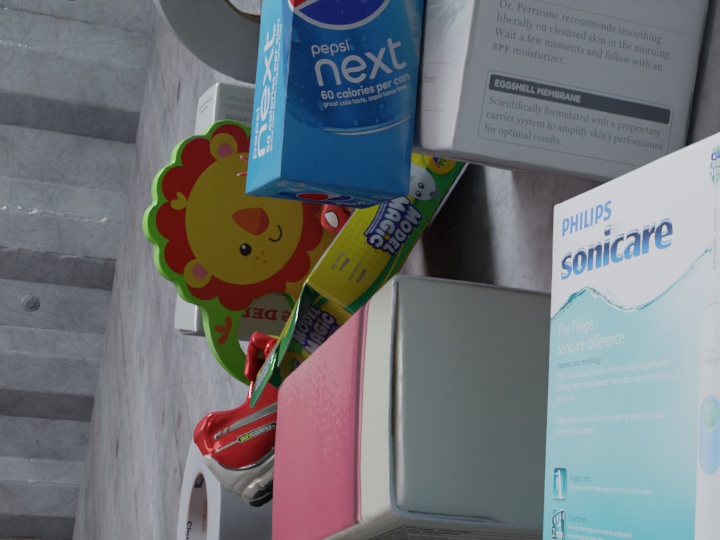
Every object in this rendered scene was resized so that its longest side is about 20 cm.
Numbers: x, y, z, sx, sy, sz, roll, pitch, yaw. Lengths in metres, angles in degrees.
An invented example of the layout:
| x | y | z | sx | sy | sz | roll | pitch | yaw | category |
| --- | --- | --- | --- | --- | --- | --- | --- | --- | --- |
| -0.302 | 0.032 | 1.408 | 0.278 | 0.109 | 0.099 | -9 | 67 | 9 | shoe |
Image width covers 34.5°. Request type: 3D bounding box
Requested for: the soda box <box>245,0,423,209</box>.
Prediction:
| x | y | z | sx | sy | sz | roll | pitch | yaw | category |
| --- | --- | --- | --- | --- | --- | --- | --- | --- | --- |
| -0.009 | -0.135 | 0.541 | 0.068 | 0.063 | 0.204 | 172 | 103 | -72 | soda box |

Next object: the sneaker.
| x | y | z | sx | sy | sz | roll | pitch | yaw | category |
| --- | --- | --- | --- | --- | --- | --- | --- | --- | --- |
| -0.036 | 0.065 | 0.792 | 0.200 | 0.085 | 0.077 | -46 | -7 | -34 | sneaker |

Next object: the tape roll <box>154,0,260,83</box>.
| x | y | z | sx | sy | sz | roll | pitch | yaw | category |
| --- | --- | --- | --- | --- | --- | --- | --- | --- | --- |
| -0.079 | -0.261 | 0.960 | 0.066 | 0.197 | 0.204 | -132 | 51 | -66 | tape roll |

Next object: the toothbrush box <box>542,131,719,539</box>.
| x | y | z | sx | sy | sz | roll | pitch | yaw | category |
| --- | --- | --- | --- | --- | --- | --- | --- | --- | --- |
| 0.129 | 0.065 | 0.392 | 0.146 | 0.084 | 0.204 | 152 | 123 | -70 | toothbrush box |

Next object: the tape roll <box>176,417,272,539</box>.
| x | y | z | sx | sy | sz | roll | pitch | yaw | category |
| --- | --- | --- | --- | --- | --- | --- | --- | --- | --- |
| -0.118 | 0.237 | 1.049 | 0.200 | 0.065 | 0.204 | -174 | 90 | -73 | tape roll |

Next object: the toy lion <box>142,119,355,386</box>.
| x | y | z | sx | sy | sz | roll | pitch | yaw | category |
| --- | --- | --- | --- | --- | --- | --- | --- | --- | --- |
| -0.073 | -0.008 | 0.886 | 0.069 | 0.188 | 0.204 | -176 | 92 | -72 | toy lion |

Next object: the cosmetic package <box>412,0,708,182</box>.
| x | y | z | sx | sy | sz | roll | pitch | yaw | category |
| --- | --- | --- | --- | --- | --- | --- | --- | --- | --- |
| 0.076 | -0.155 | 0.584 | 0.199 | 0.121 | 0.204 | -157 | 75 | -72 | cosmetic package |

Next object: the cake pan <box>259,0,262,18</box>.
| x | y | z | sx | sy | sz | roll | pitch | yaw | category |
| --- | --- | --- | --- | --- | --- | --- | --- | --- | --- |
| -0.005 | -0.191 | 0.864 | 0.199 | 0.036 | 0.204 | 23 | 121 | 46 | cake pan |

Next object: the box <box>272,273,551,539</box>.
| x | y | z | sx | sy | sz | roll | pitch | yaw | category |
| --- | --- | --- | --- | --- | --- | --- | --- | --- | --- |
| 0.039 | 0.091 | 0.599 | 0.200 | 0.126 | 0.111 | 135 | 140 | -62 | box |

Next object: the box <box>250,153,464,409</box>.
| x | y | z | sx | sy | sz | roll | pitch | yaw | category |
| --- | --- | --- | --- | --- | --- | --- | --- | --- | --- |
| 0.000 | 0.000 | 0.735 | 0.201 | 0.048 | 0.118 | -54 | -4 | -37 | box |

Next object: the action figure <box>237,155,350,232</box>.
| x | y | z | sx | sy | sz | roll | pitch | yaw | category |
| --- | --- | --- | --- | --- | --- | --- | --- | --- | --- |
| -0.025 | -0.114 | 0.805 | 0.065 | 0.097 | 0.203 | 47 | 138 | 48 | action figure |

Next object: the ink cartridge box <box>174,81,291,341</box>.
| x | y | z | sx | sy | sz | roll | pitch | yaw | category |
| --- | --- | --- | --- | --- | --- | --- | --- | --- | --- |
| -0.070 | -0.041 | 0.969 | 0.083 | 0.143 | 0.204 | 176 | 100 | -70 | ink cartridge box |
